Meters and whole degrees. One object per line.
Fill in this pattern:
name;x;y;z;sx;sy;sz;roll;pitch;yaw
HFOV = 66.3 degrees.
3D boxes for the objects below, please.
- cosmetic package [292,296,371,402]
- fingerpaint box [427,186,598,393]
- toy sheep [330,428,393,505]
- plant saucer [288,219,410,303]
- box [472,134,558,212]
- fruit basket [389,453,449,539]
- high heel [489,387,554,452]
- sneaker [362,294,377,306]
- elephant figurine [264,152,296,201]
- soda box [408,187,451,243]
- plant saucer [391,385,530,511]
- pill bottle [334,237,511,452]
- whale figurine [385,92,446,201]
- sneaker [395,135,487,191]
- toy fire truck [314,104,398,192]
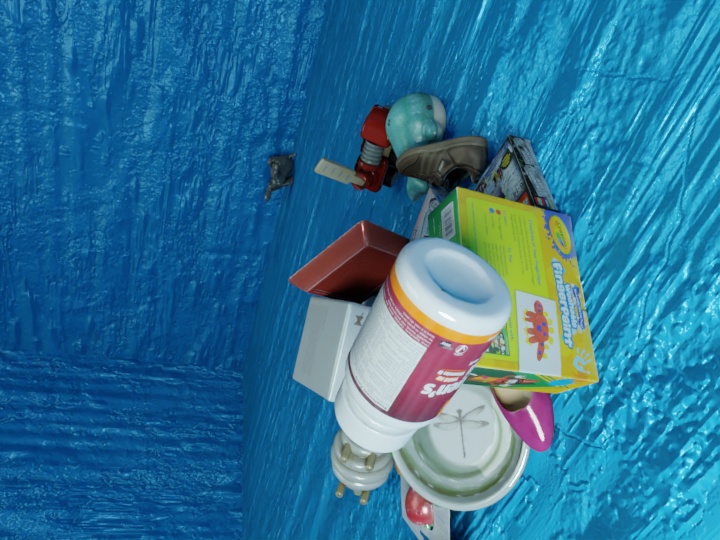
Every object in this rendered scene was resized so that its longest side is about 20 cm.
cosmetic package;-0.006;0.149;1.015;0.199;0.165;0.169;1;76;66
fingerpaint box;0.166;0.026;0.623;0.073;0.164;0.204;136;138;-57
toy sheep;0.002;0.362;1.062;0.139;0.135;0.203;-110;28;-56
plant saucer;0.000;0.000;1.028;0.199;0.199;0.037;-36;58;27
box;0.192;-0.069;0.791;0.201;0.039;0.139;117;153;-46
fruit basket;0.104;0.329;0.860;0.185;0.092;0.204;-171;74;-72
high heel;0.160;0.118;0.653;0.067;0.095;0.202;-38;61;29
sneaker;0.031;0.015;1.203;0.115;0.074;0.202;-104;25;-44
elephant figurine;-0.389;-0.452;2.671;0.156;0.139;0.203;98;176;-56
soda box;0.122;-0.036;0.963;0.069;0.062;0.202;-107;30;-54
plant saucer;0.133;0.209;0.737;0.197;0.050;0.204;-8;74;29
pill bottle;0.049;0.078;0.523;0.111;0.108;0.202;-102;29;-48
whale figurine;0.099;-0.240;1.059;0.159;0.102;0.204;158;116;-69
sneaker;0.128;-0.170;0.929;0.199;0.069;0.077;-4;83;55
toy fire truck;0.008;-0.250;1.165;0.200;0.127;0.178;-47;-20;-56
